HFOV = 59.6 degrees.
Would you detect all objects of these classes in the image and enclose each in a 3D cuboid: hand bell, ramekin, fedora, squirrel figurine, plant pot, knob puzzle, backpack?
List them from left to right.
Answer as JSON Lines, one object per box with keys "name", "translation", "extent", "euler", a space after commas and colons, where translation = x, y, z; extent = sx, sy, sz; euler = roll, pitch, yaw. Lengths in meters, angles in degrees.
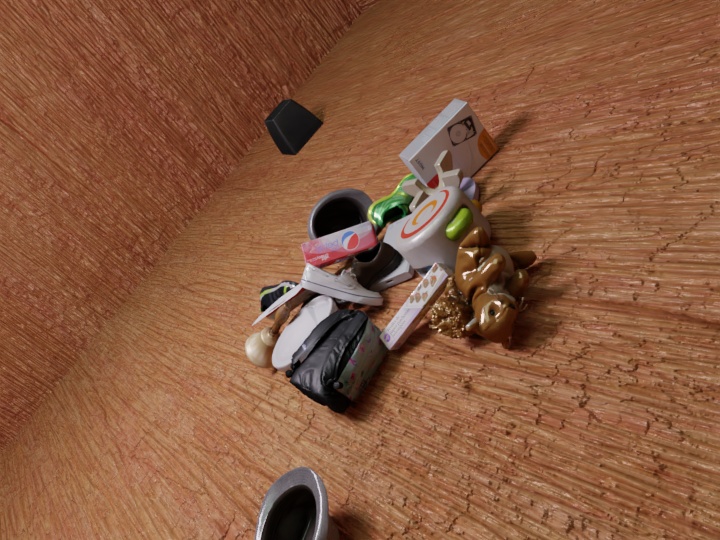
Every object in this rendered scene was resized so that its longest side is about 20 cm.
{"name": "hand bell", "translation": [-0.210, 0.142, 1.549], "extent": [0.105, 0.102, 0.201], "euler": [-75, 12, -46]}
{"name": "plant pot", "translation": [-0.322, -0.663, 2.865], "extent": [0.201, 0.177, 0.199], "euler": [-50, 27, -9]}
{"name": "fedora", "translation": [-0.095, 0.445, 1.052], "extent": [0.176, 0.090, 0.202], "euler": [-38, 33, 19]}
{"name": "ramekin", "translation": [-0.104, 0.164, 1.445], "extent": [0.202, 0.094, 0.204], "euler": [-41, 22, 20]}
{"name": "knob puzzle", "translation": [-0.081, 0.055, 1.648], "extent": [0.218, 0.031, 0.220], "euler": [-38, 13, 10]}
{"name": "backpack", "translation": [-0.038, 0.181, 1.302], "extent": [0.165, 0.127, 0.202], "euler": [15, 62, 43]}
{"name": "fedora", "translation": [-0.050, -0.125, 1.748], "extent": [0.197, 0.180, 0.090], "euler": [-30, -4, -7]}
{"name": "squirrel figurine", "translation": [0.218, 0.058, 1.127], "extent": [0.200, 0.139, 0.190], "euler": [-42, 33, 39]}

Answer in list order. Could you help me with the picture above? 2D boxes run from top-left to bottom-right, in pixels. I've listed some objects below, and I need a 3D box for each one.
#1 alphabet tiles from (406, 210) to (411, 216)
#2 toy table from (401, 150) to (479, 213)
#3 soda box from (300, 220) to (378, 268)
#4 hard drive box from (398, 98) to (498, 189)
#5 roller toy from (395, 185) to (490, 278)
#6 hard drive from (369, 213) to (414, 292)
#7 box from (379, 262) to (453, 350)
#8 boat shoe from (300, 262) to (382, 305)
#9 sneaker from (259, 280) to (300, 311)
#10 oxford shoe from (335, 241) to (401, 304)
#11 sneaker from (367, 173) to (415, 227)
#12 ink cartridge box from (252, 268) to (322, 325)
{"name": "alphabet tiles", "translation": [0.140, -0.101, 1.574], "extent": [0.168, 0.008, 0.200], "euler": [-47, 26, -2]}
{"name": "toy table", "translation": [0.189, -0.171, 1.463], "extent": [0.181, 0.117, 0.203], "euler": [-16, 39, 42]}
{"name": "soda box", "translation": [-0.052, -0.063, 1.640], "extent": [0.195, 0.072, 0.063], "euler": [-18, -9, 8]}
{"name": "hard drive box", "translation": [0.219, -0.293, 1.560], "extent": [0.200, 0.156, 0.077], "euler": [-45, 27, 3]}
{"name": "roller toy", "translation": [0.177, -0.069, 1.323], "extent": [0.181, 0.140, 0.201], "euler": [-39, 17, 23]}
{"name": "hard drive", "translation": [0.095, -0.049, 1.529], "extent": [0.130, 0.026, 0.203], "euler": [-24, 37, 42]}
{"name": "box", "translation": [0.113, 0.073, 1.257], "extent": [0.039, 0.041, 0.202], "euler": [47, 112, 28]}
{"name": "boat shoe", "translation": [-0.038, 0.032, 1.442], "extent": [0.074, 0.195, 0.067], "euler": [-158, 83, -83]}
{"name": "sneaker", "translation": [-0.223, 0.086, 1.806], "extent": [0.198, 0.071, 0.085], "euler": [-16, 62, 47]}
{"name": "oxford shoe", "translation": [0.000, 0.000, 1.494], "extent": [0.200, 0.084, 0.073], "euler": [-43, 30, 20]}
{"name": "sneaker", "translation": [0.112, -0.180, 1.665], "extent": [0.199, 0.074, 0.084], "euler": [-40, 50, -4]}
{"name": "ink cartridge box", "translation": [-0.171, 0.080, 1.599], "extent": [0.161, 0.051, 0.200], "euler": [-35, 8, 22]}
